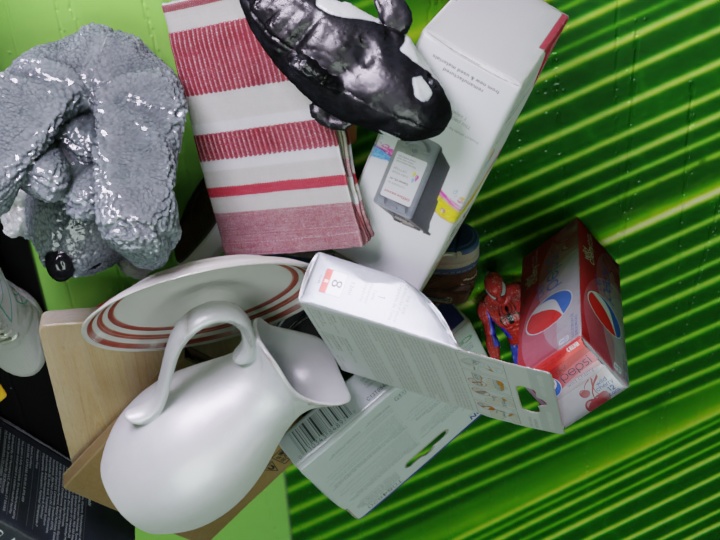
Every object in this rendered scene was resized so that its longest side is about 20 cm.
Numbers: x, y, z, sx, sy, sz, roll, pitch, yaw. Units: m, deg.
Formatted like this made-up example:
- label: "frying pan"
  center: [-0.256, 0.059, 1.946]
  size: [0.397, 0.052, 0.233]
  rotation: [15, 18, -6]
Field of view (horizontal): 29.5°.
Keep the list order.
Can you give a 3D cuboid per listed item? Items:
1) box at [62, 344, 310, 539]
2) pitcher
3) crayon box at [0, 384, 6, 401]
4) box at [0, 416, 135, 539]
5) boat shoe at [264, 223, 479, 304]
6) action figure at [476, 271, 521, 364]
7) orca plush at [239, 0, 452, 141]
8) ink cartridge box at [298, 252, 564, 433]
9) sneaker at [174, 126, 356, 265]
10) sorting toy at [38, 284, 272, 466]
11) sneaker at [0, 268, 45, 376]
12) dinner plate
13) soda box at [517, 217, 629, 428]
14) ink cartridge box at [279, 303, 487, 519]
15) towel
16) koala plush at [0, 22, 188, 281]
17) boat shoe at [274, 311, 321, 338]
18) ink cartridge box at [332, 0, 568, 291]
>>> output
- label: "box"
  center: [-0.151, 0.164, 1.246]
  size: [0.162, 0.021, 0.200]
  rotation: [29, 122, -28]
- label: "pitcher"
  center: [-0.132, 0.115, 1.112]
  size: [0.199, 0.122, 0.171]
  rotation: [-39, 132, 15]
- label: "crayon box"
  center: [-0.359, 0.047, 1.100]
  size: [0.051, 0.199, 0.127]
  rotation: [-39, 133, -17]
- label: "box"
  center: [-0.358, 0.272, 1.343]
  size: [0.199, 0.125, 0.196]
  rotation: [-35, 128, 22]
- label: "boat shoe"
  center: [0.000, 0.000, 1.143]
  size: [0.197, 0.073, 0.073]
  rotation: [5, 122, 11]
- label: "action figure"
  center: [0.161, 0.087, 1.263]
  size: [0.065, 0.100, 0.201]
  rotation: [-23, 127, 14]
- label: "orca plush"
  center: [-0.026, -0.157, 0.914]
  size: [0.105, 0.071, 0.201]
  rotation: [-36, 92, 25]
- label: "ink cartridge box"
  center: [0.063, 0.058, 1.053]
  size: [0.197, 0.051, 0.163]
  rotation: [13, 161, 17]
- label: "sneaker"
  center: [-0.076, -0.061, 1.118]
  size: [0.084, 0.073, 0.200]
  rotation: [23, 128, -32]
- label: "sorting toy"
  center: [-0.174, 0.091, 1.241]
  size: [0.195, 0.070, 0.202]
  rotation: [-4, 132, -3]
- label: "sneaker"
  center: [-0.324, 0.030, 1.165]
  size: [0.069, 0.081, 0.202]
  rotation: [-15, 132, 4]
- label: "dinner plate"
  center: [-0.122, 0.023, 1.076]
  size: [0.197, 0.025, 0.200]
  rotation: [-14, 163, -4]
- label: "soda box"
  center: [0.177, 0.039, 1.147]
  size: [0.070, 0.201, 0.063]
  rotation: [-38, 108, 24]
- label: "ink cartridge box"
  center: [0.035, 0.132, 1.256]
  size: [0.199, 0.041, 0.200]
  rotation: [-40, 152, -4]
- label: "towel"
  center: [-0.070, -0.110, 1.018]
  size: [0.142, 0.023, 0.203]
  rotation: [-3, 107, 37]
- label: "koala plush"
  center: [-0.212, -0.065, 1.063]
  size: [0.175, 0.186, 0.201]
  rotation: [13, 149, -2]
- label: "boat shoe"
  center: [0.006, 0.034, 1.214]
  size: [0.198, 0.067, 0.070]
  rotation: [-25, 129, 14]
- label: "ink cartridge box"
  center: [0.067, -0.106, 1.037]
  size: [0.085, 0.148, 0.201]
  rotation: [28, 127, 5]
